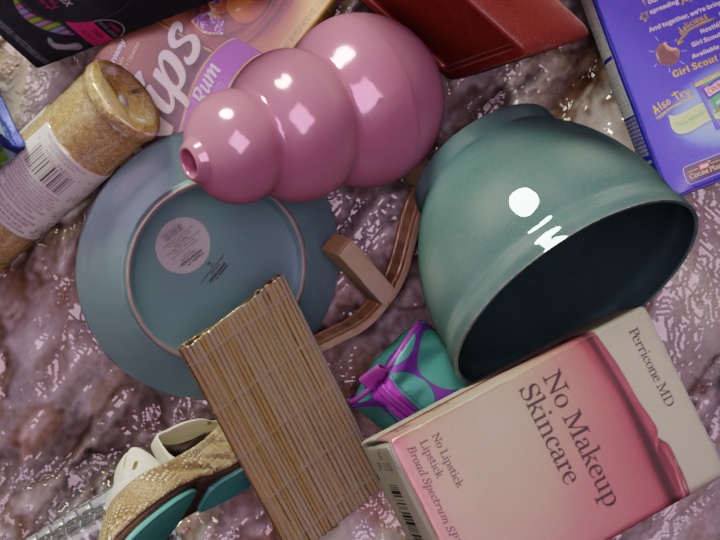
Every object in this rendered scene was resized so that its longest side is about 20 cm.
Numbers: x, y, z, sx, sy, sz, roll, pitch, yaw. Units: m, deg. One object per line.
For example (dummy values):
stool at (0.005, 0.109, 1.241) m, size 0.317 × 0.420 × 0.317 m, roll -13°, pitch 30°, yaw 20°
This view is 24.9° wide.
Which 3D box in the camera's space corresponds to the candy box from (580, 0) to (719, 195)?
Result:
candy box at (0.263, -0.174, 1.206) m, size 0.168 × 0.077 × 0.202 m, roll -20°, pitch 91°, yaw -1°

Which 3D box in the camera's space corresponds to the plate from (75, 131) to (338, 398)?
plate at (-0.106, -0.002, 1.184) m, size 0.198 × 0.026 × 0.202 m, roll -5°, pitch 105°, yaw -19°

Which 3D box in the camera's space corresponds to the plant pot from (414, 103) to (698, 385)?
plant pot at (0.119, -0.031, 1.158) m, size 0.199 × 0.201 × 0.135 m, roll -32°, pitch 63°, yaw -2°

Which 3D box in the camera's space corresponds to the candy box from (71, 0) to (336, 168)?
candy box at (-0.121, -0.157, 1.205) m, size 0.116 × 0.056 × 0.201 m, roll 38°, pitch 87°, yaw -1°

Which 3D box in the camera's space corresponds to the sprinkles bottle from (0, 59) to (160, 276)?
sprinkles bottle at (-0.230, -0.063, 1.159) m, size 0.200 × 0.068 × 0.068 m, roll -38°, pitch 91°, yaw 23°

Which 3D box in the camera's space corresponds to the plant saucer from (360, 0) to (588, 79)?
plant saucer at (0.039, -0.202, 1.120) m, size 0.199 × 0.200 × 0.037 m, roll 40°, pitch 81°, yaw -13°

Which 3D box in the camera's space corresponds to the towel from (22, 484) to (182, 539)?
towel at (-0.203, 0.267, 1.185) m, size 0.199 × 0.086 × 0.167 m, roll -31°, pitch 91°, yaw -2°

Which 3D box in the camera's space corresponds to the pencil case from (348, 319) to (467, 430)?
pencil case at (0.083, 0.133, 1.191) m, size 0.200 × 0.092 × 0.085 m, roll 46°, pitch 114°, yaw 1°

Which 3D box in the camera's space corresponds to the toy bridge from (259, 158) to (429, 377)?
toy bridge at (0.000, 0.000, 1.206) m, size 0.201 × 0.027 × 0.067 m, roll -52°, pitch 125°, yaw -13°

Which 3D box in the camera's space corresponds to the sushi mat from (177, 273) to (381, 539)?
sushi mat at (-0.051, 0.108, 1.170) m, size 0.095 × 0.012 × 0.201 m, roll -39°, pitch 120°, yaw -25°

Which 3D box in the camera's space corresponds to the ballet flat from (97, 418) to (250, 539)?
ballet flat at (-0.135, 0.149, 1.151) m, size 0.065 × 0.200 × 0.071 m, roll 41°, pitch 120°, yaw 14°

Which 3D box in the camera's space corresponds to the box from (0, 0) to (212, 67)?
box at (-0.174, -0.241, 1.130) m, size 0.198 × 0.122 × 0.107 m, roll -18°, pitch 62°, yaw 18°

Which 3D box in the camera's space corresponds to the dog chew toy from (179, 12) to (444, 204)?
dog chew toy at (-0.038, -0.104, 1.140) m, size 0.199 × 0.124 × 0.126 m, roll -23°, pitch 90°, yaw -31°

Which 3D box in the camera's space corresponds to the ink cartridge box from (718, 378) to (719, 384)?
ink cartridge box at (0.390, 0.107, 1.204) m, size 0.144 × 0.085 × 0.200 m, roll -44°, pitch 92°, yaw -2°

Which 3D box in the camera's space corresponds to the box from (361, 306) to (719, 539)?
box at (0.120, 0.127, 1.099) m, size 0.199 × 0.109 × 0.129 m, roll -27°, pitch 88°, yaw -12°

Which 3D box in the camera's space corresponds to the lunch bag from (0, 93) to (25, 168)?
lunch bag at (-0.352, -0.115, 1.148) m, size 0.170 × 0.127 × 0.201 m, roll -40°, pitch 59°, yaw 12°
